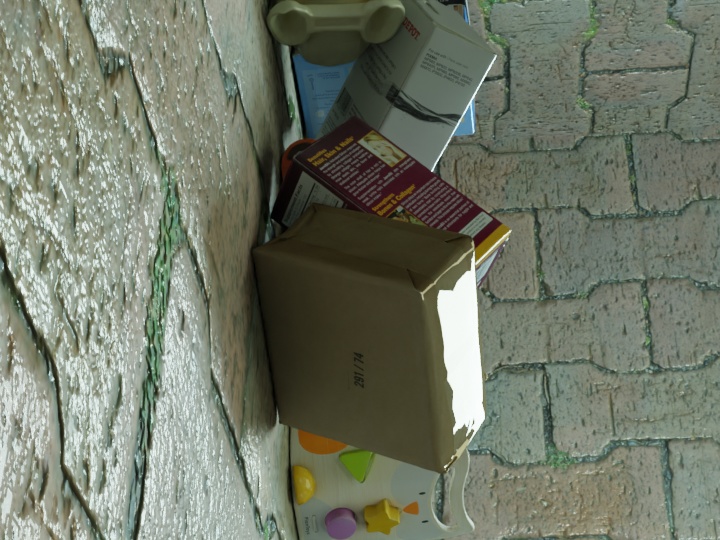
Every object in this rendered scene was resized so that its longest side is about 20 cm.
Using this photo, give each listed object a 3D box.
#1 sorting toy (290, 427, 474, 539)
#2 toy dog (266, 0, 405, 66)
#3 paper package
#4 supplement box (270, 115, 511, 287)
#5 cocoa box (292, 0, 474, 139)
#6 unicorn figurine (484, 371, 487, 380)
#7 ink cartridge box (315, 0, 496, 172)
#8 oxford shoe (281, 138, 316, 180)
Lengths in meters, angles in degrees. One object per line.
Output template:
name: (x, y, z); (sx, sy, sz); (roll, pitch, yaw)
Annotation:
sorting toy: (0.026, 0.229, 1.527); (0.107, 0.178, 0.201); (-85, 169, -56)
toy dog: (-0.024, -0.330, 1.561); (0.194, 0.138, 0.202); (69, 17, -73)
paper package: (0.010, 0.060, 1.364); (0.103, 0.189, 0.201); (-42, 135, -45)
supplement box: (0.028, -0.045, 1.433); (0.110, 0.200, 0.086); (-40, 162, -46)
cocoa box: (0.030, -0.238, 1.719); (0.132, 0.198, 0.134); (-86, 169, -49)
unicorn figurine: (0.081, 0.095, 1.764); (0.137, 0.074, 0.200); (46, -12, 29)
ink cartridge box: (0.044, -0.182, 1.566); (0.201, 0.083, 0.145); (-62, -154, 19)
oxford shoe: (-0.043, -0.031, 1.537); (0.073, 0.071, 0.202); (81, 7, -73)
